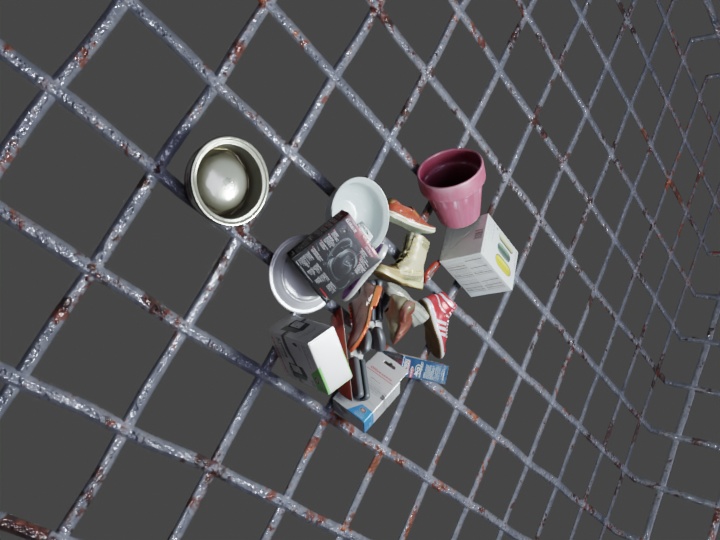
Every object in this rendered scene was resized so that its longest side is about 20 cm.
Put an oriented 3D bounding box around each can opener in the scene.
[{"bbox_3d":[0.050,0.127,1.796,0.053,0.067,0.202,-5,98,-40],"label":"can opener"},{"bbox_3d":[-0.001,0.250,1.726,0.052,0.066,0.202,25,48,-40],"label":"can opener"}]

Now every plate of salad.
[{"bbox_3d":[-0.146,0.009,1.630,0.199,0.048,0.202,-1,91,-31],"label":"plate of salad"}]

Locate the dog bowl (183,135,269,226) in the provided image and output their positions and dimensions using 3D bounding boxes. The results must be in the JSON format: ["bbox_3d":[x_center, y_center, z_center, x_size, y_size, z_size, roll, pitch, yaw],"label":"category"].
[{"bbox_3d":[-0.311,-0.202,1.451,0.199,0.073,0.202,-4,97,-41],"label":"dog bowl"}]

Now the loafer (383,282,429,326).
[{"bbox_3d":[0.125,0.104,1.853,0.070,0.070,0.200,-42,127,9],"label":"loafer"}]

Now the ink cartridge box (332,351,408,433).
[{"bbox_3d":[0.031,0.331,1.759,0.200,0.116,0.068,-42,150,-29],"label":"ink cartridge box"}]

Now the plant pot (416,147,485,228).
[{"bbox_3d":[0.279,-0.234,1.892,0.200,0.199,0.180,-46,137,-27],"label":"plant pot"}]

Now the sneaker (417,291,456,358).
[{"bbox_3d":[0.250,0.164,1.969,0.112,0.071,0.202,-24,107,-33],"label":"sneaker"}]

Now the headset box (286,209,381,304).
[{"bbox_3d":[-0.057,-0.041,1.579,0.200,0.077,0.149,-40,112,-6],"label":"headset box"}]

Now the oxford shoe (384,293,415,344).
[{"bbox_3d":[0.104,0.135,1.815,0.071,0.074,0.201,-41,156,-35],"label":"oxford shoe"}]

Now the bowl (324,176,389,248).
[{"bbox_3d":[-0.025,-0.146,1.691,0.200,0.090,0.203,-5,98,-39],"label":"bowl"}]

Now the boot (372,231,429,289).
[{"bbox_3d":[0.123,-0.038,1.838,0.199,0.072,0.157,17,84,-42],"label":"boot"}]

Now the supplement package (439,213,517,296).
[{"bbox_3d":[0.369,-0.043,1.976,0.200,0.150,0.153,44,50,-35],"label":"supplement package"}]

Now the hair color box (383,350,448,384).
[{"bbox_3d":[0.157,0.285,1.882,0.199,0.100,0.061,18,82,-40],"label":"hair color box"}]

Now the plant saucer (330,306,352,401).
[{"bbox_3d":[-0.052,0.214,1.664,0.036,0.200,0.202,-6,101,-2],"label":"plant saucer"}]

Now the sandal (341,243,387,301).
[{"bbox_3d":[0.001,-0.003,1.699,0.050,0.203,0.083,36,26,-8],"label":"sandal"}]

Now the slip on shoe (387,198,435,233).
[{"bbox_3d":[0.146,-0.153,1.852,0.199,0.074,0.062,22,77,-35],"label":"slip on shoe"}]

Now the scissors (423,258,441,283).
[{"bbox_3d":[0.250,-0.033,1.963,0.200,0.014,0.073,-46,158,-28],"label":"scissors"}]

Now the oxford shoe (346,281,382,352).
[{"bbox_3d":[-0.006,0.124,1.726,0.072,0.071,0.201,22,68,-3],"label":"oxford shoe"}]

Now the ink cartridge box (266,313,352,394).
[{"bbox_3d":[-0.128,0.201,1.565,0.084,0.199,0.147,-33,114,-30],"label":"ink cartridge box"}]
